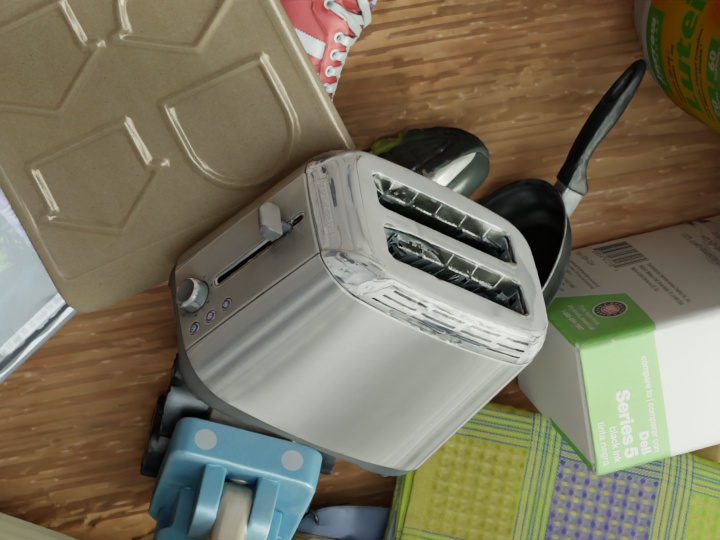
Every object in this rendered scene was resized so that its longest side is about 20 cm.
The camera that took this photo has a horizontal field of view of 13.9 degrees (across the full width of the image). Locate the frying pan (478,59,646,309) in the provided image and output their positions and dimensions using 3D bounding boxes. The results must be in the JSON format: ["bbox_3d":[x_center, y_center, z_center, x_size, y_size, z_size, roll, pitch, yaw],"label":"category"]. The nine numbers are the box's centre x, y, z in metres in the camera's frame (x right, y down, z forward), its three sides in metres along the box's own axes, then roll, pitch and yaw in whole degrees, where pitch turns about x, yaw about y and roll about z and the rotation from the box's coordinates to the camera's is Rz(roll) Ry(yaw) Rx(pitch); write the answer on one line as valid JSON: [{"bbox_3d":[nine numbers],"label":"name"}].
[{"bbox_3d":[0.094,-0.031,1.655,0.031,0.115,0.190,35,75,-30],"label":"frying pan"}]

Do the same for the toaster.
[{"bbox_3d":[0.007,0.024,1.541,0.200,0.114,0.129,25,129,-33],"label":"toaster"}]

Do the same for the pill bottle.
[{"bbox_3d":[0.218,-0.125,1.598,0.111,0.200,0.111,-4,106,-13],"label":"pill bottle"}]

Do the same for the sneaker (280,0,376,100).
[{"bbox_3d":[-0.020,-0.122,1.608,0.112,0.071,0.200,-12,106,-7],"label":"sneaker"}]

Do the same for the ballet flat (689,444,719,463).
[{"bbox_3d":[0.138,0.172,1.736,0.063,0.069,0.200,33,95,-12],"label":"ballet flat"}]

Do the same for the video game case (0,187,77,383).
[{"bbox_3d":[-0.221,-0.036,1.607,0.200,0.023,0.182,-43,111,1],"label":"video game case"}]

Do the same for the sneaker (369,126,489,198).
[{"bbox_3d":[0.000,0.000,1.655,0.200,0.074,0.085,-39,118,8],"label":"sneaker"}]

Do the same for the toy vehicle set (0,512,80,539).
[{"bbox_3d":[-0.136,0.218,1.654,0.200,0.027,0.124,20,125,-6],"label":"toy vehicle set"}]

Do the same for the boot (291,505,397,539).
[{"bbox_3d":[-0.045,0.176,1.704,0.200,0.075,0.097,10,77,-6],"label":"boot"}]

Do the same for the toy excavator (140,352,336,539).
[{"bbox_3d":[-0.071,0.144,1.570,0.100,0.194,0.200,14,64,-6],"label":"toy excavator"}]

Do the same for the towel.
[{"bbox_3d":[0.109,0.154,1.681,0.200,0.023,0.144,12,72,-2],"label":"towel"}]

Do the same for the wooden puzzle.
[{"bbox_3d":[-0.115,-0.096,1.555,0.185,0.046,0.200,-23,109,17],"label":"wooden puzzle"}]

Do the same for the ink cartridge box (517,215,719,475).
[{"bbox_3d":[0.199,0.032,1.667,0.200,0.146,0.084,-13,110,-10],"label":"ink cartridge box"}]
